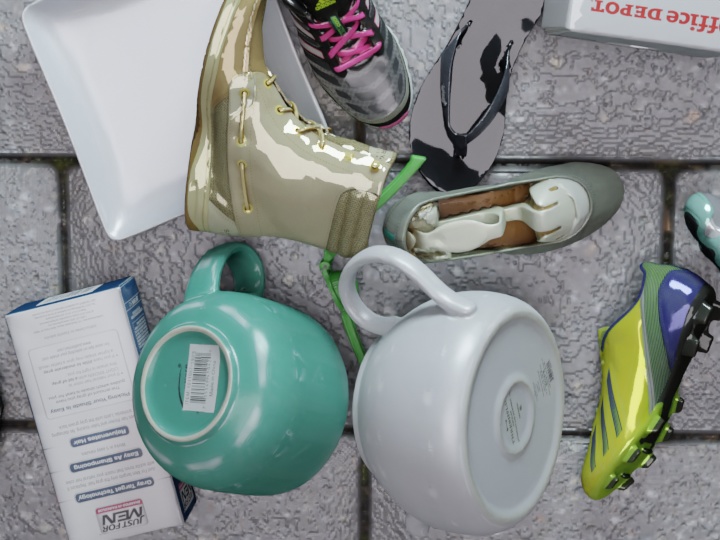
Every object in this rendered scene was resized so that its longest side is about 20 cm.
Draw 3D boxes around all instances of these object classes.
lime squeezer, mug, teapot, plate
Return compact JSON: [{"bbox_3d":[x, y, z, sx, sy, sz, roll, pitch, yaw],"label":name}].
[{"bbox_3d":[0.000,0.000,1.168,0.070,0.038,0.202,7,104,-12],"label":"lime squeezer"},{"bbox_3d":[-0.109,0.082,1.123,0.152,0.114,0.185,-47,60,14],"label":"mug"},{"bbox_3d":[0.058,0.103,1.123,0.145,0.197,0.202,4,77,34],"label":"teapot"},{"bbox_3d":[-0.144,-0.150,1.154,0.198,0.032,0.201,-20,98,7],"label":"plate"}]

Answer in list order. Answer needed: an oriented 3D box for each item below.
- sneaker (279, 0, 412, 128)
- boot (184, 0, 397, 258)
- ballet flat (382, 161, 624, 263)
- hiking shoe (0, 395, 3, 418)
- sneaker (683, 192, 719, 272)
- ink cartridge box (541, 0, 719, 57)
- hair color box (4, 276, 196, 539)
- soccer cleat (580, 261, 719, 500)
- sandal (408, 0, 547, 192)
[{"bbox_3d":[-0.022,-0.199,1.112,0.073,0.087,0.201,-25,97,6],"label":"sneaker"},{"bbox_3d":[-0.046,-0.112,1.095,0.154,0.073,0.202,12,106,6],"label":"boot"},{"bbox_3d":[0.117,-0.038,1.124,0.198,0.064,0.068,-10,105,-7],"label":"ballet flat"},{"bbox_3d":[-0.354,0.084,1.193,0.086,0.074,0.202,-3,100,27],"label":"hiking shoe"},{"bbox_3d":[0.357,-0.023,1.130,0.200,0.078,0.140,43,97,-13],"label":"sneaker"},{"bbox_3d":[0.226,-0.267,1.081,0.144,0.084,0.202,6,99,-7],"label":"ink cartridge box"},{"bbox_3d":[-0.210,0.116,1.184,0.099,0.061,0.202,-13,97,5],"label":"hair color box"},{"bbox_3d":[0.219,0.088,1.166,0.083,0.065,0.201,30,105,28],"label":"soccer cleat"},{"bbox_3d":[0.090,-0.156,1.135,0.076,0.043,0.202,18,99,0],"label":"sandal"}]
